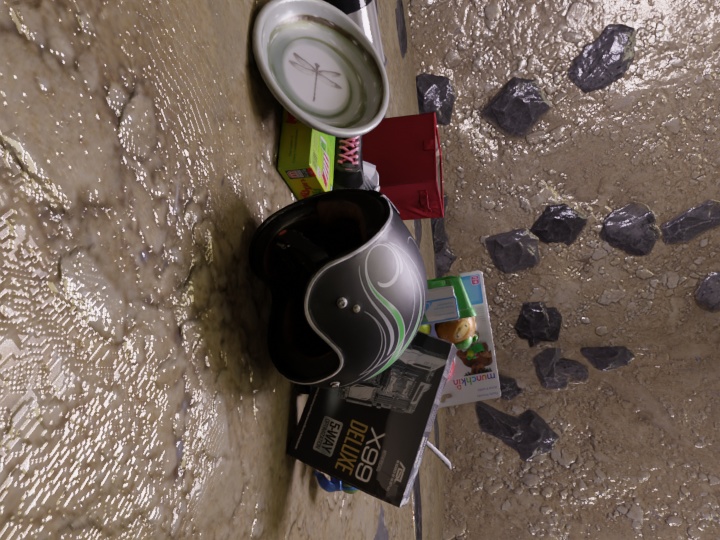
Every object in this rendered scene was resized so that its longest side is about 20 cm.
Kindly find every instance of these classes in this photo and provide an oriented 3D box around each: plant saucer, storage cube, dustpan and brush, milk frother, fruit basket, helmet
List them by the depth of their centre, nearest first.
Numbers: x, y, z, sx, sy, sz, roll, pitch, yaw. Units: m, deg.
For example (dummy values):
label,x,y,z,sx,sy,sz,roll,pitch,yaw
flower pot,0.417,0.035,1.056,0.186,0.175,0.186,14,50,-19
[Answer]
label,x,y,z,sx,sy,sz,roll,pitch,yaw
helmet,-0.021,0.028,0.582,0.201,0.197,0.193,-77,157,-52
plant saucer,-0.054,-0.257,0.679,0.198,0.050,0.203,13,65,-30
fruit basket,0.116,0.113,0.802,0.094,0.182,0.203,87,-6,-86
milk frother,0.014,-0.446,0.858,0.189,0.197,0.182,73,15,-45
dustpan and brush,-0.002,-0.098,0.984,0.202,0.057,0.139,-66,170,12
storage cube,0.093,-0.227,1.183,0.171,0.177,0.203,56,34,-65

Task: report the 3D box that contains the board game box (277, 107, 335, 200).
label,x,y,z,sx,sy,sz,roll,pitch,yaw
board game box,-0.072,-0.208,0.745,0.102,0.047,0.203,58,31,-65

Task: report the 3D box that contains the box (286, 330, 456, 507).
label,x,y,z,sx,sy,sz,roll,pitch,yaw
box,0.016,0.165,0.657,0.202,0.156,0.050,-69,158,-10

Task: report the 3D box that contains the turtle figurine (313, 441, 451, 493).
label,x,y,z,sx,sy,sz,roll,pitch,yaw
turtle figurine,0.007,0.215,0.782,0.144,0.197,0.197,173,-91,-69

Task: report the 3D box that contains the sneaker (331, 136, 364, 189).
label,x,y,z,sx,sy,sz,roll,pitch,yaw
sneaker,-0.025,-0.190,0.811,0.096,0.078,0.202,110,-20,-46

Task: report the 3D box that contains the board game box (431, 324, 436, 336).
label,x,y,z,sx,sy,sz,roll,pitch,yaw
board game box,0.093,0.136,1.068,0.026,0.198,0.203,-12,99,-46

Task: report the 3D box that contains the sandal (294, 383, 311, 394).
label,x,y,z,sx,sy,sz,roll,pitch,yaw
sandal,-0.049,0.072,0.700,0.076,0.042,0.203,7,96,-75
